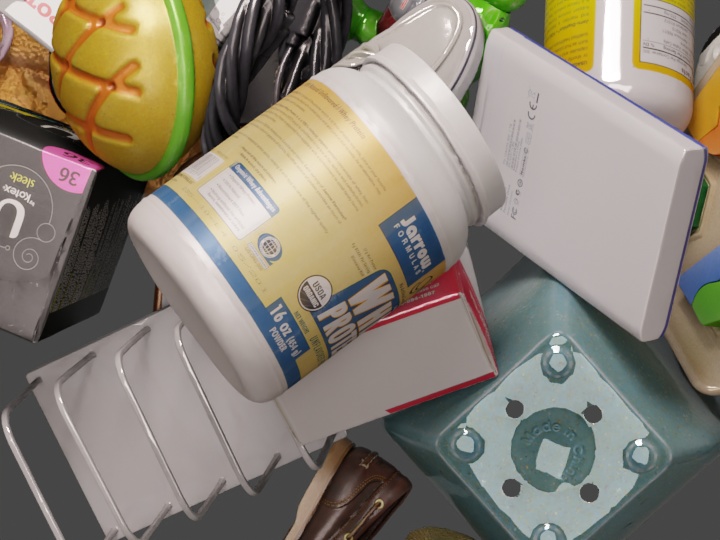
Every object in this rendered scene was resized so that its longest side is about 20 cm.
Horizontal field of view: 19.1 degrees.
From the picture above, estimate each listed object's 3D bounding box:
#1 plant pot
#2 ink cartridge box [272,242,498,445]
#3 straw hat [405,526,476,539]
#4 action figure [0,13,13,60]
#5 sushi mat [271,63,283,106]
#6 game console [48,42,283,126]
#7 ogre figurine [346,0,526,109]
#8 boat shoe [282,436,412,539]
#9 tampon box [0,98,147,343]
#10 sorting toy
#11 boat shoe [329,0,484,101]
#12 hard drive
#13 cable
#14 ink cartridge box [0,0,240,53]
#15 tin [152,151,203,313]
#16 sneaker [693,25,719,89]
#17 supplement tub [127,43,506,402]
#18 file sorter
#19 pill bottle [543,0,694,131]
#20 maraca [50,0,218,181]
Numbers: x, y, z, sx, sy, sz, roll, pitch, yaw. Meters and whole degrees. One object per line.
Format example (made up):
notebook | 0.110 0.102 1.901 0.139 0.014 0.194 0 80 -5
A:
plant pot | 0.132 0.108 1.470 0.196 0.200 0.196 -42 89 6
ink cartridge box | 0.000 0.000 1.437 0.144 0.201 0.085 -20 130 8
straw hat | 0.059 0.234 1.537 0.199 0.086 0.202 8 137 8
action figure | -0.324 -0.259 1.558 0.199 0.134 0.150 26 139 16
sushi mat | 0.030 -0.090 1.524 0.198 0.096 0.012 17 55 4
game console | -0.139 -0.206 1.559 0.175 0.031 0.202 1 95 6
ogre figurine | 0.046 -0.180 1.510 0.119 0.098 0.201 34 91 10
boat shoe | -0.035 0.221 1.558 0.070 0.070 0.201 32 96 7
tampon box | -0.248 -0.043 1.496 0.149 0.200 0.127 21 96 3
sorting toy | 0.250 -0.047 1.443 0.201 0.036 0.186 -54 43 31
boat shoe | 0.003 -0.114 1.412 0.200 0.066 0.072 -42 64 -7
hard drive | 0.140 -0.059 1.396 0.025 0.200 0.133 -9 122 -33
cable | -0.046 -0.151 1.407 0.050 0.163 0.201 24 77 11
ink cartridge box | -0.136 -0.216 1.505 0.146 0.084 0.201 38 95 0
tin | -0.096 0.007 1.568 0.111 0.042 0.202 5 95 10
sneaker | 0.324 -0.077 1.509 0.081 0.145 0.201 -46 47 40
supplement tub | -0.025 -0.031 1.305 0.199 0.145 0.145 -36 90 -9
file sorter | -0.132 0.107 1.500 0.199 0.125 0.140 -25 97 12
pill bottle | 0.176 -0.152 1.465 0.103 0.104 0.202 2 73 5
maraca | -0.152 -0.159 1.411 0.106 0.137 0.202 -7 87 -39
